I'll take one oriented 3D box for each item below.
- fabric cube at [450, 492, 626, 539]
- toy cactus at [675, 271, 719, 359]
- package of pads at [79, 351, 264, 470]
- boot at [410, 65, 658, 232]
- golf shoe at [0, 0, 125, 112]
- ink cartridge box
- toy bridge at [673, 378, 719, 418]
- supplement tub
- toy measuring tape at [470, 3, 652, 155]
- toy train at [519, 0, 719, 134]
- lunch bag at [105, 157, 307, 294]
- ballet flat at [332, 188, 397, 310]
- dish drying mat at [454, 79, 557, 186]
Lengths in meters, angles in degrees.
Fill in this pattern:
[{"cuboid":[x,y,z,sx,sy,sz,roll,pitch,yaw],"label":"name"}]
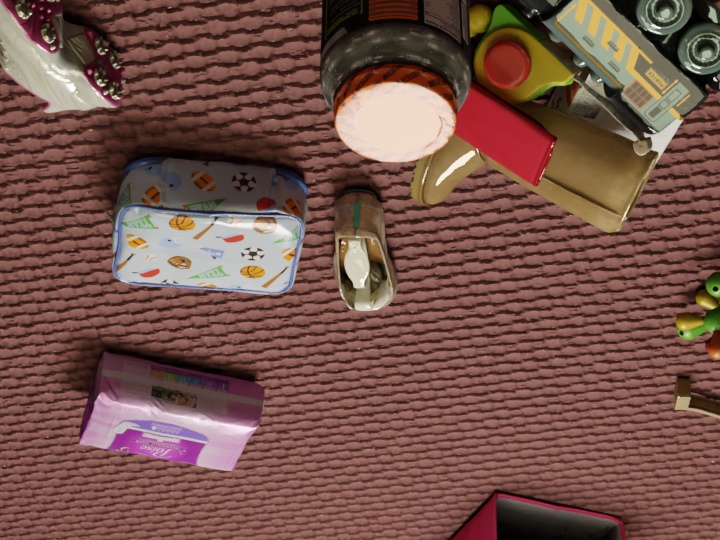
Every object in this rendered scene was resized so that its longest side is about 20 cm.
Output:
[{"cuboid":[0.224,0.438,2.220,0.199,0.197,0.200,14,142,-17],"label":"fabric cube"},{"cuboid":[0.431,0.035,1.768,0.165,0.103,0.200,15,134,-34],"label":"toy cactus"},{"cuboid":[-0.221,0.167,1.964,0.199,0.076,0.121,12,141,-14],"label":"package of pads"},{"cuboid":[0.153,-0.085,1.548,0.199,0.066,0.175,28,142,9],"label":"boot"},{"cuboid":[-0.290,-0.201,1.470,0.091,0.076,0.200,-14,140,24],"label":"golf shoe"},{"cuboid":[0.236,-0.152,1.542,0.108,0.051,0.200,10,142,-11],"label":"ink cartridge box"},{"cuboid":[0.466,0.153,1.969,0.199,0.027,0.067,0,146,1],"label":"toy bridge"},{"cuboid":[0.028,-0.194,1.361,0.122,0.201,0.123,1,144,1],"label":"supplement tub"},{"cuboid":[0.161,-0.153,1.463,0.200,0.074,0.074,44,139,8],"label":"toy measuring tape"},{"cuboid":[0.224,-0.205,1.400,0.200,0.085,0.114,40,113,-20],"label":"toy train"},{"cuboid":[-0.156,-0.040,1.684,0.199,0.076,0.160,6,146,-8],"label":"lunch bag"},{"cuboid":[0.000,0.000,1.738,0.068,0.067,0.200,-4,144,8],"label":"ballet flat"},{"cuboid":[0.083,-0.150,1.482,0.200,0.018,0.077,34,151,10],"label":"dish drying mat"}]
